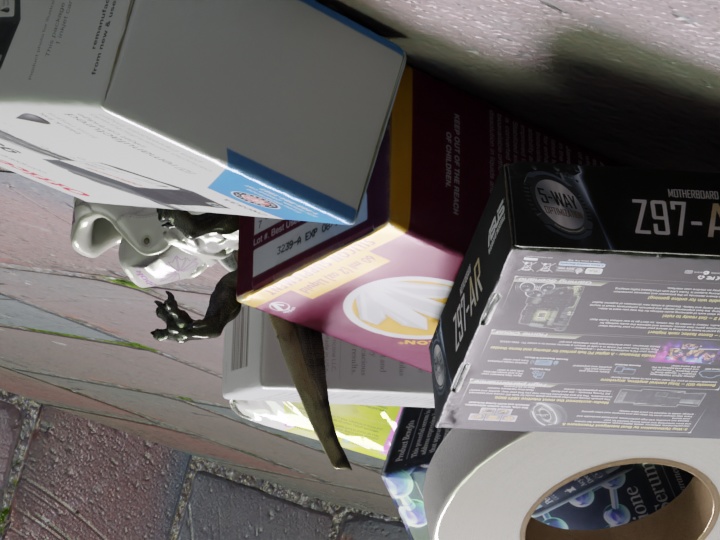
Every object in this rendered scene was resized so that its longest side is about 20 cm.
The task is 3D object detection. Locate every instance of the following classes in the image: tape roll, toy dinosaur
[{"bbox_3d":[0.134,0.119,1.331,0.203,0.037,0.203,-5,138,-5],"label":"tape roll"},{"bbox_3d":[-0.053,-0.003,1.189,0.088,0.200,0.047,3,154,-20],"label":"toy dinosaur"}]

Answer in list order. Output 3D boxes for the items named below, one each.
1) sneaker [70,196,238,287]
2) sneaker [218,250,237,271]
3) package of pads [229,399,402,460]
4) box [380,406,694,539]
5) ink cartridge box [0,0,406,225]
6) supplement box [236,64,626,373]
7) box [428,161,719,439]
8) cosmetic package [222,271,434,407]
[{"bbox_3d":[-0.068,-0.031,1.306,0.200,0.100,0.075,7,163,38],"label":"sneaker"},{"bbox_3d":[0.000,0.000,1.522,0.200,0.070,0.080,24,177,-9],"label":"sneaker"},{"bbox_3d":[0.010,0.062,1.651,0.200,0.068,0.155,17,-156,-12],"label":"package of pads"},{"bbox_3d":[0.136,0.126,1.465,0.200,0.107,0.148,-16,114,21],"label":"box"},{"bbox_3d":[-0.105,-0.084,1.090,0.145,0.084,0.200,23,169,-40],"label":"ink cartridge box"},{"bbox_3d":[0.053,-0.010,1.178,0.200,0.086,0.110,22,148,-35],"label":"supplement box"},{"bbox_3d":[0.143,0.018,1.097,0.200,0.044,0.160,2,149,-9],"label":"box"},{"bbox_3d":[0.035,0.035,1.330,0.200,0.071,0.101,4,173,-15],"label":"cosmetic package"}]
